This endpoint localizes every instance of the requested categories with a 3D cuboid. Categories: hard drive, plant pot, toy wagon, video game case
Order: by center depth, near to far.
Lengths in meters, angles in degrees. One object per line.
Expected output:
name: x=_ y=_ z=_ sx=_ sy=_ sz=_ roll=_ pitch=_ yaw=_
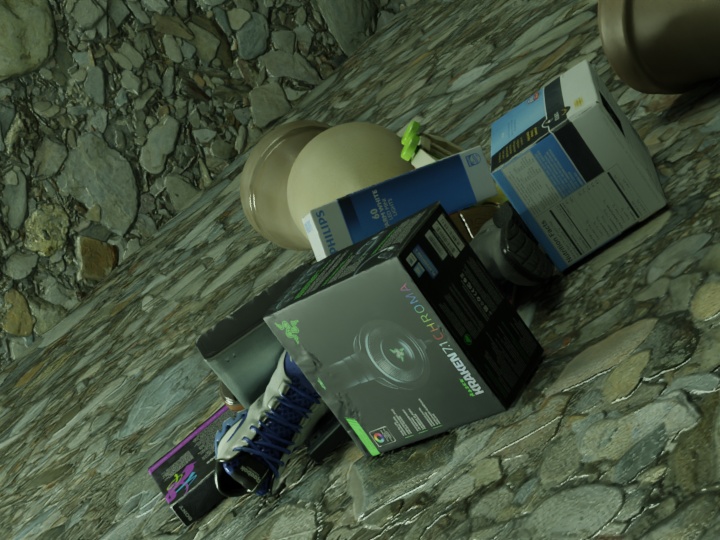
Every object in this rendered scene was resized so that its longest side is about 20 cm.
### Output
hard drive: x=-0.082 y=0.077 z=1.529 sx=0.139 sy=0.033 sz=0.200 roll=-36 pitch=-24 yaw=-5
video game case: x=-0.007 y=0.119 z=1.566 sx=0.143 sy=0.019 sz=0.200 roll=-45 pitch=13 yaw=4
plant pot: x=0.393 y=-0.289 z=1.648 sx=0.200 sy=0.201 sz=0.174 roll=-42 pitch=33 yaw=-23
toy wagon: x=0.120 y=-0.115 z=1.783 sx=0.040 sy=0.154 sz=0.200 roll=-60 pitch=7 yaw=18
plant pot: x=0.011 y=-0.070 z=1.914 sx=0.187 sy=0.188 sz=0.200 roll=-36 pitch=26 yaw=5
plant pot: x=-0.057 y=-0.109 z=2.210 sx=0.200 sy=0.201 sz=0.173 roll=-39 pitch=30 yaw=-10

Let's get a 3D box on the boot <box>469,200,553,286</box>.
boot: x=0.123 y=0.009 z=1.497 sx=0.131 sy=0.070 sz=0.200 roll=-42 pitch=5 yaw=11

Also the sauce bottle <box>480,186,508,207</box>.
sauce bottle: x=0.201 y=-0.100 z=1.699 sx=0.066 sy=0.066 sz=0.200 roll=-19 pitch=24 yaw=53

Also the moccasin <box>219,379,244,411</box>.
moccasin: x=-0.070 y=0.096 z=1.686 sx=0.201 sy=0.074 sz=0.078 roll=-37 pitch=-24 yaw=-13

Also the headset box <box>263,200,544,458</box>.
headset box: x=0.033 y=0.060 z=1.351 sx=0.199 sy=0.175 sz=0.093 roll=-24 pitch=18 yaw=43

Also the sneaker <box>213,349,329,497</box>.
sneaker: x=-0.083 y=0.164 z=1.482 sx=0.200 sy=0.080 sz=0.115 roll=-49 pitch=14 yaw=25

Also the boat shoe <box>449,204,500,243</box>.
boat shoe: x=0.098 y=-0.013 z=1.656 sx=0.200 sy=0.072 sz=0.065 roll=-39 pitch=-10 yaw=32

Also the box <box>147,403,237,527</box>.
box: x=-0.165 y=0.210 z=1.671 sx=0.143 sy=0.036 sz=0.200 roll=-39 pitch=12 yaw=-9

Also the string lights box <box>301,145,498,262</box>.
string lights box: x=0.040 y=-0.071 z=1.610 sx=0.198 sy=0.059 sz=0.103 roll=-22 pitch=0 yaw=-7

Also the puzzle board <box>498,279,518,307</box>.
puzzle board: x=0.098 y=0.057 z=1.543 sx=0.150 sy=0.017 sz=0.200 roll=-32 pitch=13 yaw=21

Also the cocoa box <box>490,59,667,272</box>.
cocoa box: x=0.221 y=-0.112 z=1.537 sx=0.131 sy=0.134 sz=0.200 roll=-34 pitch=13 yaw=16
